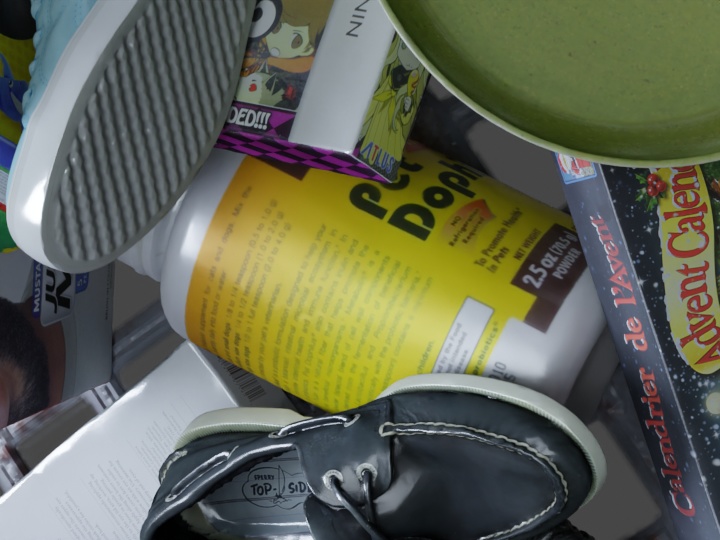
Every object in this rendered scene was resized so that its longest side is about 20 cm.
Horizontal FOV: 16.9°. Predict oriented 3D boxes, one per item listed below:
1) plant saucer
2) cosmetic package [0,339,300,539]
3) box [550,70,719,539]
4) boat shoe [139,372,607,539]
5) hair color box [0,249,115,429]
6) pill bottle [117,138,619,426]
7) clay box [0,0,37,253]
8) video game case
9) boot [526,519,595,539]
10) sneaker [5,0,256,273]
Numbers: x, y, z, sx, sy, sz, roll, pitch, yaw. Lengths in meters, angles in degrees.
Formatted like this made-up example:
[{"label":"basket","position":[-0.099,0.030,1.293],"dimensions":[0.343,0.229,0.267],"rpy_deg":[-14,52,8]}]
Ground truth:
[{"label":"plant saucer","position":[0.092,-0.130,0.828],"dimensions":[0.200,0.031,0.200],"rpy_deg":[1,80,-6]},{"label":"cosmetic package","position":[-0.056,0.146,1.005],"dimensions":[0.151,0.052,0.200],"rpy_deg":[-38,85,19]},{"label":"box","position":[0.162,0.020,0.870],"dimensions":[0.136,0.038,0.200],"rpy_deg":[-20,92,-20]},{"label":"boat shoe","position":[-0.005,0.084,0.874],"dimensions":[0.199,0.066,0.075],"rpy_deg":[-2,124,38]},{"label":"hair color box","position":[-0.162,0.006,0.940],"dimensions":[0.064,0.200,0.111],"rpy_deg":[8,102,19]},{"label":"pill bottle","position":[0.000,0.000,0.929],"dimensions":[0.200,0.109,0.109],"rpy_deg":[26,107,14]},{"label":"clay box","position":[-0.153,-0.118,0.868],"dimensions":[0.048,0.115,0.200],"rpy_deg":[-19,63,24]},{"label":"video game case","position":[-0.046,-0.135,0.903],"dimensions":[0.200,0.036,0.182],"rpy_deg":[14,79,33]},{"label":"boot","position":[0.083,0.199,0.922],"dimensions":[0.158,0.211,0.079],"rpy_deg":[-49,49,-6]},{"label":"sneaker","position":[-0.087,-0.092,0.850],"dimensions":[0.082,0.074,0.200],"rpy_deg":[8,66,35]}]
